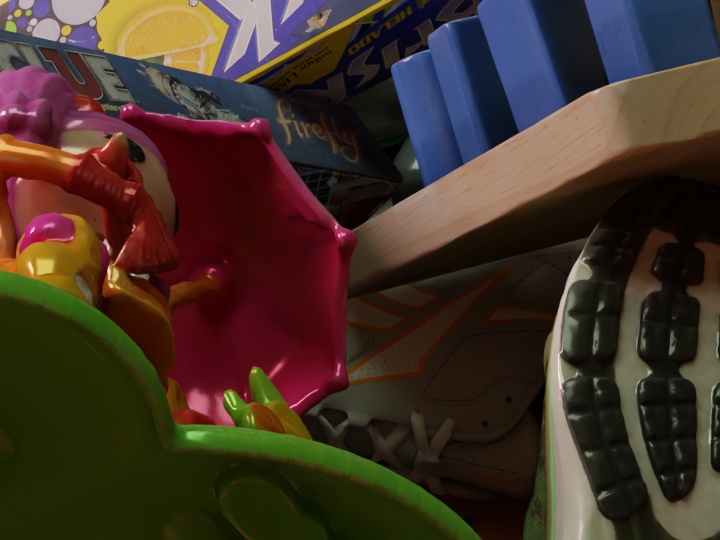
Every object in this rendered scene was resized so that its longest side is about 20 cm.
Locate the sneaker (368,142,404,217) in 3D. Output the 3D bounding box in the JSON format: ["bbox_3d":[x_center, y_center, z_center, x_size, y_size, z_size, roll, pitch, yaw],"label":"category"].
[{"bbox_3d":[-0.012,-0.072,1.010,0.072,0.072,0.200,12,28,-26],"label":"sneaker"}]

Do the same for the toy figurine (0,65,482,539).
[{"bbox_3d":[-0.059,0.020,0.526,0.150,0.200,0.184,-26,36,13],"label":"toy figurine"}]

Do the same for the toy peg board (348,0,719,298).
[{"bbox_3d":[0.101,-0.076,0.640,0.199,0.098,0.200,-14,-6,-22],"label":"toy peg board"}]

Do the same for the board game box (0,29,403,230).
[{"bbox_3d":[-0.091,-0.004,0.676,0.135,0.035,0.200,-43,-24,21],"label":"board game box"}]

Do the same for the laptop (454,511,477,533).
[{"bbox_3d":[-0.061,0.111,0.617,0.177,0.103,0.200,4,49,-7],"label":"laptop"}]

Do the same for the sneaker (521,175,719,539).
[{"bbox_3d":[0.061,0.070,0.549,0.077,0.089,0.200,20,63,-12],"label":"sneaker"}]

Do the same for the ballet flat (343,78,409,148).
[{"bbox_3d":[0.042,-0.090,0.932,0.200,0.064,0.067,-14,22,-40],"label":"ballet flat"}]

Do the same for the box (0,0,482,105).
[{"bbox_3d":[-0.029,-0.088,0.729,0.200,0.070,0.064,-27,-15,16],"label":"box"}]

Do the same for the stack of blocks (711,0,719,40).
[{"bbox_3d":[0.090,-0.080,0.804,0.059,0.200,0.115,-22,26,-25],"label":"stack of blocks"}]

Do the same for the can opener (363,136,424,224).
[{"bbox_3d":[0.000,0.000,0.837,0.053,0.066,0.200,5,33,28],"label":"can opener"}]

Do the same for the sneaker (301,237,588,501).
[{"bbox_3d":[0.011,0.037,0.716,0.200,0.076,0.092,-16,59,-20],"label":"sneaker"}]
